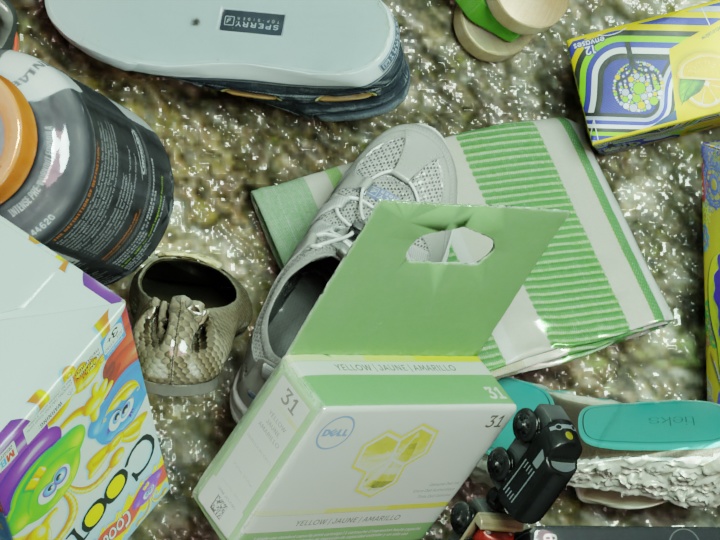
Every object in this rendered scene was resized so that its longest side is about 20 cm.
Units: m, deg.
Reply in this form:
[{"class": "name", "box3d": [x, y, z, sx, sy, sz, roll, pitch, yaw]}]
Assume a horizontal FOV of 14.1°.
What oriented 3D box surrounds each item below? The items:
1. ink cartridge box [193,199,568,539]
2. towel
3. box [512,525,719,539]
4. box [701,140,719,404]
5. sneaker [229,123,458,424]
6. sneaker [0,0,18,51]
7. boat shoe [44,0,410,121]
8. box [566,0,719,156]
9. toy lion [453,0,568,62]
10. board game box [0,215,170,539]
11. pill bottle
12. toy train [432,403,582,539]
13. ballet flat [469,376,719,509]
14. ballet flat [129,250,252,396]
[{"class": "ink cartridge box", "box3d": [0.021, 0.056, 1.484, 0.145, 0.200, 0.048, 2, 42, -45]}, {"class": "towel", "box3d": [0.057, -0.004, 1.622, 0.200, 0.023, 0.153, -17, 69, -17]}, {"class": "box", "box3d": [0.170, 0.204, 1.592, 0.200, 0.106, 0.122, 1, 80, -17]}, {"class": "box", "box3d": [0.303, 0.022, 1.617, 0.192, 0.122, 0.200, -9, 105, -23]}, {"class": "sneaker", "box3d": [0.000, 0.000, 1.548, 0.075, 0.082, 0.200, 25, 65, 5]}, {"class": "sneaker", "box3d": [-0.249, -0.076, 1.524, 0.077, 0.082, 0.200, 35, 72, -8]}, {"class": "boat shoe", "box3d": [-0.071, -0.123, 1.600, 0.200, 0.091, 0.071, 11, 75, 13]}, {"class": "box", "box3d": [0.222, -0.121, 1.642, 0.200, 0.070, 0.064, -15, 84, 8]}, {"class": "toy lion", "box3d": [0.072, -0.233, 1.668, 0.200, 0.069, 0.192, 29, 66, -10]}, {"class": "board game box", "box3d": [-0.171, 0.073, 1.413, 0.103, 0.200, 0.105, 33, 68, 19]}, {"class": "pill bottle", "box3d": [-0.171, -0.052, 1.472, 0.106, 0.200, 0.106, -2, 82, 13]}, {"class": "toy train", "box3d": [0.060, 0.154, 1.540, 0.034, 0.200, 0.046, 6, 37, -38]}, {"class": "ballet flat", "box3d": [0.113, 0.103, 1.609, 0.200, 0.072, 0.072, 7, 78, 4]}, {"class": "ballet flat", "box3d": [-0.091, 0.017, 1.501, 0.067, 0.200, 0.046, 2, 104, 1]}]
